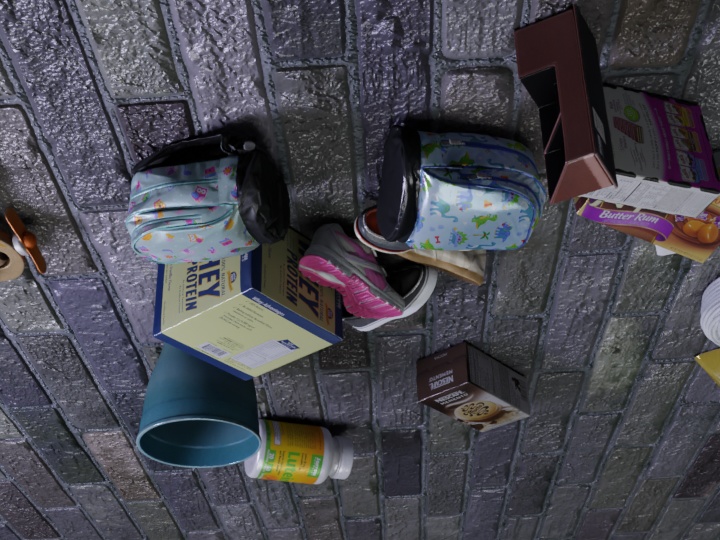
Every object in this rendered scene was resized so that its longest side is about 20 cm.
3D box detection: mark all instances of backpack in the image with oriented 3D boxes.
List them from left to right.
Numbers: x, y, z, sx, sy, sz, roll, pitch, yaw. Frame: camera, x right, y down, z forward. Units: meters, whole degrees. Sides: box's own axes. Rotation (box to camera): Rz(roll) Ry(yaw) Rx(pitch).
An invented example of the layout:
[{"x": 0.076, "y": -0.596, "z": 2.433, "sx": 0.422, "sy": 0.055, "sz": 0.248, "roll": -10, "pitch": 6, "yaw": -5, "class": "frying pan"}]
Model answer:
[{"x": -0.202, "y": -0.081, "z": 1.377, "sx": 0.197, "sy": 0.128, "sz": 0.167, "roll": -6, "pitch": 152, "yaw": 11, "class": "backpack"}, {"x": 0.135, "y": -0.099, "z": 1.378, "sx": 0.197, "sy": 0.155, "sz": 0.165, "roll": -7, "pitch": 135, "yaw": -20, "class": "backpack"}]

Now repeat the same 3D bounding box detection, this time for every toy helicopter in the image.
[{"x": -0.500, "y": -0.048, "z": 1.460, "sx": 0.130, "sy": 0.080, "sz": 0.201, "roll": -1, "pitch": 145, "yaw": -4, "class": "toy helicopter"}]

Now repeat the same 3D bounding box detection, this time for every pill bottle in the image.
[{"x": -0.118, "y": 0.355, "z": 2.107, "sx": 0.197, "sy": 0.112, "sz": 0.111, "roll": 10, "pitch": 147, "yaw": -19, "class": "pill bottle"}]

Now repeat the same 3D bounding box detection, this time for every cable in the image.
[{"x": 0.641, "y": 0.061, "z": 1.727, "sx": 0.197, "sy": 0.070, "sz": 0.201, "roll": 0, "pitch": 149, "yaw": -6, "class": "cable"}]

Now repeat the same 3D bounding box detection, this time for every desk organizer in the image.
[{"x": 0.221, "y": -0.180, "z": 1.178, "sx": 0.076, "sy": 0.203, "sz": 0.072, "roll": -16, "pitch": 147, "yaw": 25, "class": "desk organizer"}]

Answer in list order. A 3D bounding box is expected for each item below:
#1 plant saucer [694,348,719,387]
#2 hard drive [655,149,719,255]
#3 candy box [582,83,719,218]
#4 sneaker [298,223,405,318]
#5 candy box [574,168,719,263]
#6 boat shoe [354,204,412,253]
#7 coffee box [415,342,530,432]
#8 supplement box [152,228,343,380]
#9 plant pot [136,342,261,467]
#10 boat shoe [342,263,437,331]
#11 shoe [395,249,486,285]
[{"x": 0.730, "y": 0.183, "z": 1.951, "sx": 0.198, "sy": 0.049, "sz": 0.199, "roll": -21, "pitch": 145, "yaw": 27, "class": "plant saucer"}, {"x": 0.467, "y": -0.091, "z": 1.505, "sx": 0.130, "sy": 0.027, "sz": 0.200, "roll": -12, "pitch": 147, "yaw": 15, "class": "hard drive"}, {"x": 0.322, "y": -0.147, "z": 1.298, "sx": 0.197, "sy": 0.138, "sz": 0.061, "roll": 10, "pitch": 146, "yaw": -18, "class": "candy box"}, {"x": 0.000, "y": 0.000, "z": 1.549, "sx": 0.081, "sy": 0.089, "sz": 0.200, "roll": -10, "pitch": 142, "yaw": 38, "class": "sneaker"}, {"x": 0.393, "y": -0.096, "z": 1.413, "sx": 0.198, "sy": 0.057, "sz": 0.117, "roll": 19, "pitch": 134, "yaw": -13, "class": "candy box"}, {"x": 0.090, "y": -0.063, "z": 1.476, "sx": 0.197, "sy": 0.072, "sz": 0.063, "roll": 3, "pitch": 162, "yaw": -20, "class": "boat shoe"}, {"x": 0.201, "y": 0.211, "z": 1.925, "sx": 0.112, "sy": 0.081, "sz": 0.199, "roll": -25, "pitch": 142, "yaw": 33, "class": "coffee box"}, {"x": -0.160, "y": 0.039, "z": 1.567, "sx": 0.198, "sy": 0.136, "sz": 0.199, "roll": -24, "pitch": 143, "yaw": 31, "class": "supplement box"}, {"x": -0.259, "y": 0.195, "z": 1.761, "sx": 0.197, "sy": 0.190, "sz": 0.201, "roll": -2, "pitch": 149, "yaw": -1, "class": "plant pot"}, {"x": 0.033, "y": 0.035, "z": 1.648, "sx": 0.066, "sy": 0.071, "sz": 0.199, "roll": 18, "pitch": 150, "yaw": -33, "class": "boat shoe"}, {"x": 0.095, "y": -0.035, "z": 1.554, "sx": 0.198, "sy": 0.054, "sz": 0.070, "roll": 20, "pitch": 180, "yaw": -21, "class": "shoe"}]
